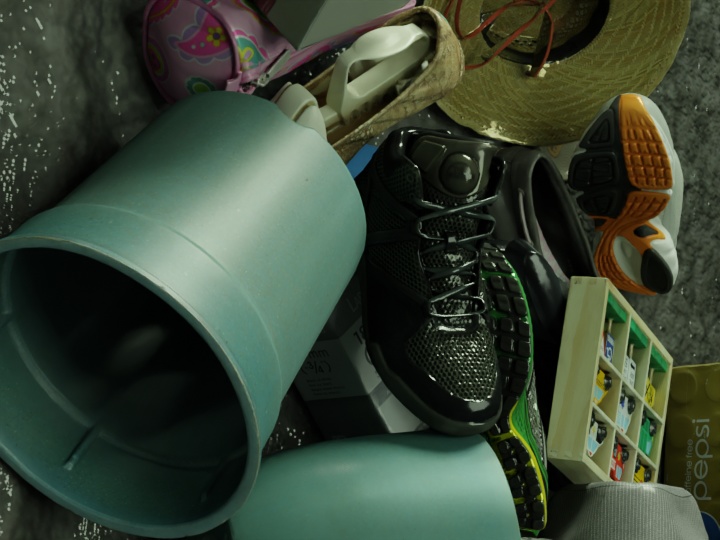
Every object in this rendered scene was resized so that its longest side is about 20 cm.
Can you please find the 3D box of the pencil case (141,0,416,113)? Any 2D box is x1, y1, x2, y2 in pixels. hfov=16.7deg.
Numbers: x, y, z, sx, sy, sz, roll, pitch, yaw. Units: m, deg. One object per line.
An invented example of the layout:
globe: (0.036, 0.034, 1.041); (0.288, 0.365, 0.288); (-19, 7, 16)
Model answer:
pencil case: (-0.047, -0.159, 1.519); (0.200, 0.087, 0.088); (-32, 107, -46)

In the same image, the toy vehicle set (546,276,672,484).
toy vehicle set: (0.173, 0.093, 1.684); (0.200, 0.026, 0.125); (41, 55, -64)

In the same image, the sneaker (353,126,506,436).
sneaker: (0.046, -0.005, 1.452); (0.076, 0.114, 0.200); (1, 55, -21)

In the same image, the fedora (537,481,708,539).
fedora: (0.176, 0.190, 1.629); (0.200, 0.176, 0.091); (67, 23, -72)

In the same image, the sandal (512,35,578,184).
sandal: (0.161, -0.151, 1.751); (0.082, 0.054, 0.201); (39, 59, -35)

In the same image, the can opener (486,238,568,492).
can opener: (0.114, 0.066, 1.672); (0.063, 0.079, 0.201); (-20, 117, -8)

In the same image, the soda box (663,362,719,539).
soda box: (0.267, 0.171, 1.806); (0.064, 0.068, 0.201); (15, 75, -43)

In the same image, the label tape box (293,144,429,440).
label tape box: (0.000, 0.000, 1.562); (0.144, 0.063, 0.201); (-47, 117, -39)

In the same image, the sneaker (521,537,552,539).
sneaker: (0.089, 0.227, 1.510); (0.087, 0.200, 0.074); (2, 51, -18)

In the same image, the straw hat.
straw hat: (0.119, -0.188, 1.684); (0.200, 0.085, 0.202); (-10, 124, -15)

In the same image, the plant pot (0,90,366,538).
plant pot: (-0.102, 0.010, 1.380); (0.201, 0.200, 0.196); (59, 42, -22)

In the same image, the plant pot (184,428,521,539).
plant pot: (-0.015, 0.190, 1.434); (0.160, 0.200, 0.202); (3, 82, -19)

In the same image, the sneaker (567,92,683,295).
sneaker: (0.192, -0.072, 1.729); (0.200, 0.075, 0.092); (79, 22, -55)

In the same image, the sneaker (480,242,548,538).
sneaker: (0.076, 0.081, 1.547); (0.085, 0.078, 0.201); (-32, 116, -80)

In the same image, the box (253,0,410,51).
box: (-0.041, -0.253, 1.450); (0.109, 0.128, 0.200); (-28, 70, -43)

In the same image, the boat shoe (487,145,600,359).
boat shoe: (0.138, 0.003, 1.706); (0.067, 0.057, 0.201); (-46, 116, -40)

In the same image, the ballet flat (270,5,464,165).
ballet flat: (-0.020, -0.101, 1.506); (0.200, 0.070, 0.065); (-39, 146, -22)
